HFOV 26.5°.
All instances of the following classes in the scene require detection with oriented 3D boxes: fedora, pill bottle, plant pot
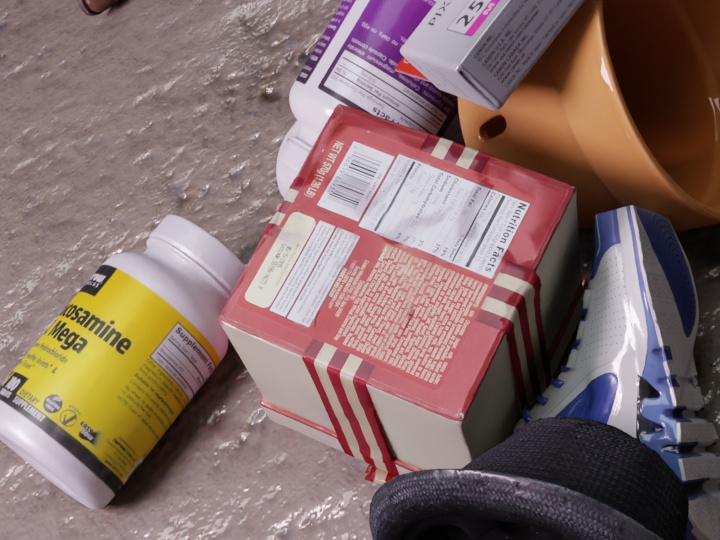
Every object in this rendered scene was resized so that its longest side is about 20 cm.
[{"bbox_3d":[0.106,0.140,0.818,0.200,0.201,0.092,6,46,36],"label":"fedora"},{"bbox_3d":[-0.169,0.062,1.101,0.112,0.113,0.200,22,67,42],"label":"pill bottle"},{"bbox_3d":[0.159,-0.112,1.000,0.140,0.200,0.201,-19,43,41],"label":"plant pot"},{"bbox_3d":[0.024,-0.146,1.092,0.112,0.112,0.201,34,94,45],"label":"pill bottle"}]

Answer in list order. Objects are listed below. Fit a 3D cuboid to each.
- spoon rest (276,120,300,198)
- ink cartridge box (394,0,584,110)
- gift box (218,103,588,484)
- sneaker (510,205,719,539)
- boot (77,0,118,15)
[{"bbox_3d":[0.012,-0.123,1.196,0.200,0.061,0.100,-41,40,15],"label":"spoon rest"},{"bbox_3d":[0.099,-0.201,0.948,0.200,0.044,0.174,-52,26,-1],"label":"ink cartridge box"},{"bbox_3d":[0.026,0.019,0.946,0.199,0.187,0.185,26,71,22],"label":"gift box"},{"bbox_3d":[0.140,0.066,0.898,0.115,0.080,0.200,-15,73,31],"label":"sneaker"},{"bbox_3d":[-0.158,-0.311,1.459,0.199,0.064,0.187,13,64,34],"label":"boot"}]
